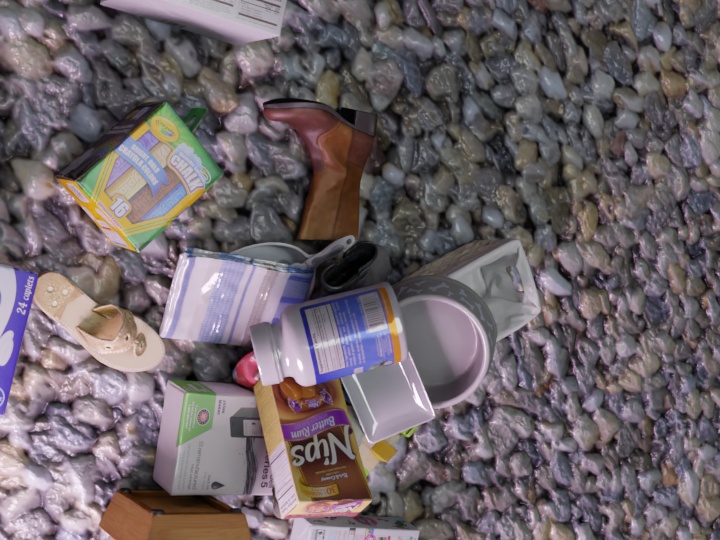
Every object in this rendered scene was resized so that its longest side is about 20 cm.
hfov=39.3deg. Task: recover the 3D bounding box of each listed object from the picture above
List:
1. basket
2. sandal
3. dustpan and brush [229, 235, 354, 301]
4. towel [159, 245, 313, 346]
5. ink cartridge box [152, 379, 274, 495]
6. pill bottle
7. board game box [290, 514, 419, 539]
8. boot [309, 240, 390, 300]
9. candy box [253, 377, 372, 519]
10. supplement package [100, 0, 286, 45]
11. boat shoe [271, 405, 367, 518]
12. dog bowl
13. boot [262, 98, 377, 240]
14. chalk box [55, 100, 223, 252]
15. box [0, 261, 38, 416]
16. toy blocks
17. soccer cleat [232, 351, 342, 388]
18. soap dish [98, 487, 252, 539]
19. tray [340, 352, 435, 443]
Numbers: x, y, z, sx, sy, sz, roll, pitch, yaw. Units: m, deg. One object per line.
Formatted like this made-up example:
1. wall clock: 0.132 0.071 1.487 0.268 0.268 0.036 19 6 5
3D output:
1. basket: 0.162 0.044 1.589 0.199 0.123 0.136 -28 109 -25
2. sandal: -0.341 0.077 1.336 0.211 0.070 0.078 39 77 -28
3. dustpan and brush: -0.098 0.000 1.470 0.200 0.057 0.140 -34 112 -22
4. towel: -0.174 0.045 1.414 0.199 0.024 0.148 9 117 -24
5. ink cartridge box: -0.181 0.240 1.439 0.199 0.084 0.147 7 93 -31
6. pill bottle: -0.044 0.091 1.351 0.199 0.112 0.113 -14 104 -6
7. board game box: -0.017 0.462 1.575 0.199 0.064 0.149 11 91 -29
8. boot: 0.000 0.000 1.461 0.070 0.132 0.200 36 49 6
9. candy box: -0.067 0.234 1.372 0.116 0.057 0.201 6 52 -33
10. supplement package: -0.212 -0.377 1.303 0.199 0.156 0.112 11 92 -30
11. boat shoe: -0.060 0.271 1.435 0.072 0.060 0.202 35 47 10
12. dog bowl: 0.102 0.111 1.472 0.199 0.059 0.201 2 106 7
13. boot: -0.072 -0.146 1.481 0.187 0.068 0.201 5 101 -38
14. chalk box: -0.273 -0.138 1.317 0.200 0.124 0.124 -44 114 -16
15. box: -0.516 0.065 1.215 0.199 0.105 0.185 14 88 -30
16. toy blocks: 0.010 0.206 1.550 0.200 0.100 0.137 -46 105 -19
17. soccer cleat: -0.090 0.141 1.478 0.199 0.076 0.067 -2 78 -30
18. soap dish: -0.247 0.346 1.351 0.157 0.200 0.082 7 87 -30
19. tray: 0.024 0.141 1.443 0.107 0.022 0.201 -22 103 4
